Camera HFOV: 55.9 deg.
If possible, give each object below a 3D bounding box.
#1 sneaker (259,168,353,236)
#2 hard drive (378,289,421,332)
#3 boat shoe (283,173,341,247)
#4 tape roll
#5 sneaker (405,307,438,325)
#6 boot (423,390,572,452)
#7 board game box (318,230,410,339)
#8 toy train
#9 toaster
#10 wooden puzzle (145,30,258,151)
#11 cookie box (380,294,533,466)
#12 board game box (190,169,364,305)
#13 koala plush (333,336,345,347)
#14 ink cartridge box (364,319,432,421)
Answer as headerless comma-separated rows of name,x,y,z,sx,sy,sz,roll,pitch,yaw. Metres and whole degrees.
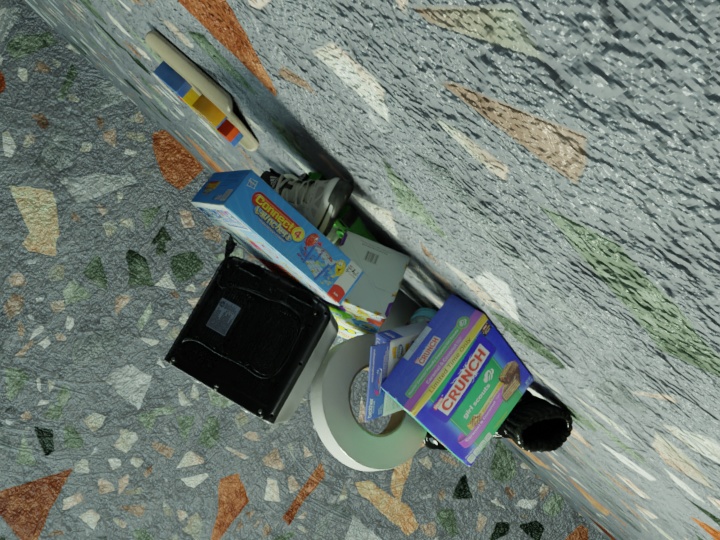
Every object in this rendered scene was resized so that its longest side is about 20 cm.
sneaker,-0.087,-0.095,0.912,0.115,0.076,0.200,32,162,-9
hard drive,0.056,0.090,1.260,0.132,0.027,0.200,41,-154,2
boat shoe,-0.080,-0.093,1.138,0.202,0.072,0.060,46,180,42
tape roll,0.018,0.195,1.016,0.203,0.203,0.037,44,143,-14
sneaker,0.151,0.163,1.199,0.200,0.096,0.079,42,138,5
boot,0.212,0.249,1.080,0.080,0.210,0.158,68,168,-24
board game box,-0.005,0.035,1.057,0.104,0.104,0.200,22,161,0
toy train,-0.021,-0.075,1.026,0.056,0.042,0.200,17,156,52
toaster,-0.142,0.088,0.942,0.180,0.201,0.119,26,170,12
wooden puzzle,-0.262,-0.278,1.111,0.185,0.046,0.200,42,174,9
cookie box,0.145,0.163,0.986,0.075,0.171,0.200,30,167,48
board game box,-0.116,-0.047,0.903,0.196,0.056,0.200,42,169,-24
koala plush,-0.026,0.036,1.462,0.177,0.183,0.201,32,148,63
ink cartridge box,0.078,0.139,0.997,0.199,0.120,0.042,-11,-157,-39
